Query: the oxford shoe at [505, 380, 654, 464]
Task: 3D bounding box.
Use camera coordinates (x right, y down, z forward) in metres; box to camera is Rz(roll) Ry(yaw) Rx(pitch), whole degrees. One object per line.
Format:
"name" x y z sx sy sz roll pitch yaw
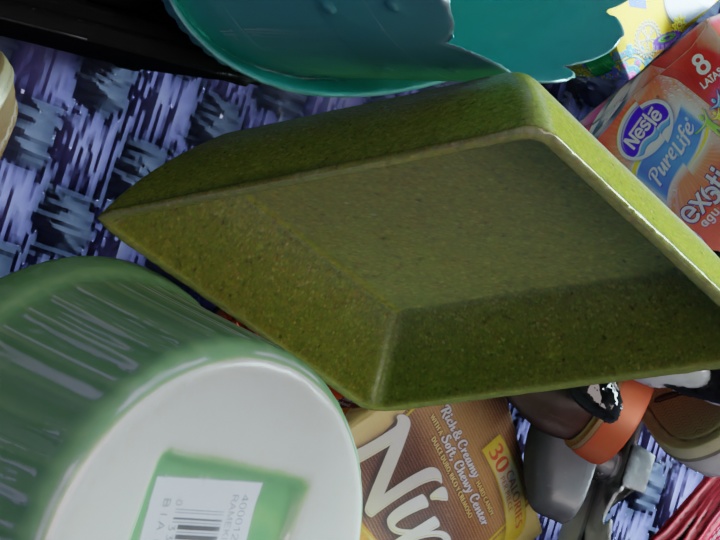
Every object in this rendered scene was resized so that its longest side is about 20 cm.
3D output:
"oxford shoe" 0.101 0.004 1.200 0.073 0.200 0.071 28 121 -11

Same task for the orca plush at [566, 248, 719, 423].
"orca plush" 0.145 0.024 1.104 0.200 0.071 0.105 45 56 -4

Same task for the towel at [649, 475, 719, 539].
"towel" 0.161 0.157 1.270 0.145 0.022 0.200 -42 158 -36

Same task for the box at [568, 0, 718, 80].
"box" 0.106 -0.225 1.165 0.193 0.122 0.200 -42 123 -28

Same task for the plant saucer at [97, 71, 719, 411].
"plant saucer" 0.036 -0.013 0.992 0.200 0.200 0.048 38 52 -47

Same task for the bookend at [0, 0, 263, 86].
"bookend" -0.121 -0.189 0.993 0.200 0.092 0.199 12 90 -43

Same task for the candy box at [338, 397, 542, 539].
"candy box" -0.012 0.118 1.171 0.200 0.055 0.116 -32 119 -32

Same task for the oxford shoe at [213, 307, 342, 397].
"oxford shoe" 0.000 0.000 1.142 0.200 0.073 0.071 -31 113 -22

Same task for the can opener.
"can opener" 0.085 0.148 1.200 0.067 0.053 0.200 25 72 -16

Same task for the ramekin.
"ramekin" -0.092 0.102 0.980 0.200 0.098 0.200 -19 117 -42

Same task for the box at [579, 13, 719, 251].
"box" 0.200 -0.076 1.232 0.103 0.095 0.200 54 33 6

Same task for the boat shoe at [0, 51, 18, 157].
"boat shoe" -0.186 0.005 0.941 0.201 0.073 0.063 -61 141 -16

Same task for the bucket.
"bucket" 0.010 -0.165 0.981 0.207 0.135 0.207 5 84 -54

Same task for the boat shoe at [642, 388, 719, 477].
"boat shoe" 0.171 0.040 1.239 0.068 0.075 0.200 57 18 -28
